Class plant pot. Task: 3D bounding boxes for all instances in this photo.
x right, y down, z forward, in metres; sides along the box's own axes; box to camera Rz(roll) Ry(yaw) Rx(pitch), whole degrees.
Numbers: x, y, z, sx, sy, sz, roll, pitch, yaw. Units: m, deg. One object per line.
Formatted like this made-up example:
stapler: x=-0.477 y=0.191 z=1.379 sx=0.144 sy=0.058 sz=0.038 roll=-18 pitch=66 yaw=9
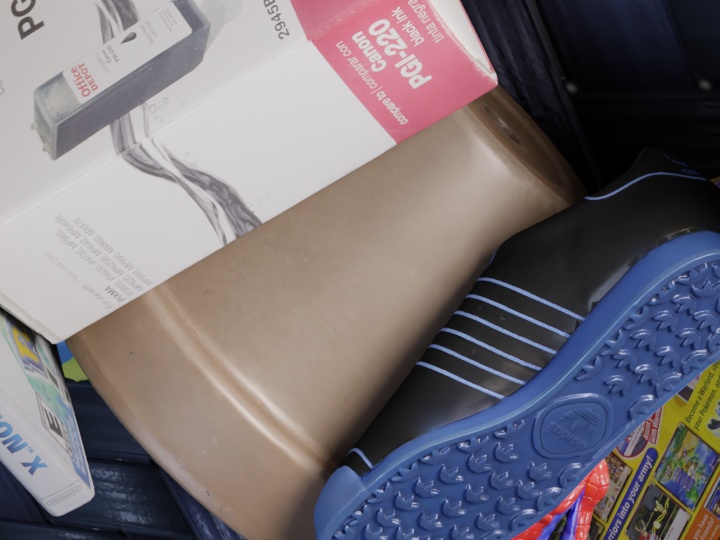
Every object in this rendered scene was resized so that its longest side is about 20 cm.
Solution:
plant pot: x=0.000 y=0.000 z=0.979 sx=0.175 sy=0.200 sz=0.200 roll=-43 pitch=100 yaw=14

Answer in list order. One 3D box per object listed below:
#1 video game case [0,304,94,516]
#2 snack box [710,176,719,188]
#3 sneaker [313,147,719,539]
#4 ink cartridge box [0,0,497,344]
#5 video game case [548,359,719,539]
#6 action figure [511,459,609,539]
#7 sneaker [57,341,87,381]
video game case: x=-0.167 y=-0.030 z=0.902 sx=0.022 sy=0.200 sz=0.182 roll=-27 pitch=136 yaw=6
snack box: x=0.174 y=0.059 z=1.011 sx=0.200 sy=0.053 sz=0.142 roll=49 pitch=140 yaw=-14
sneaker: x=0.059 y=0.036 z=0.896 sx=0.200 sy=0.078 sz=0.070 roll=-37 pitch=129 yaw=15
ink cartridge box: x=-0.072 y=-0.088 z=0.899 sx=0.200 sy=0.146 sz=0.085 roll=-31 pitch=145 yaw=12
video game case: x=0.136 y=0.092 z=0.940 sx=0.181 sy=0.025 sz=0.200 roll=41 pitch=127 yaw=28
action figure: x=0.051 y=0.125 z=0.962 sx=0.065 sy=0.052 sz=0.200 roll=21 pitch=113 yaw=-5
sneaker: x=-0.158 y=-0.043 z=1.083 sx=0.076 sy=0.105 sz=0.200 roll=51 pitch=-154 yaw=-87
